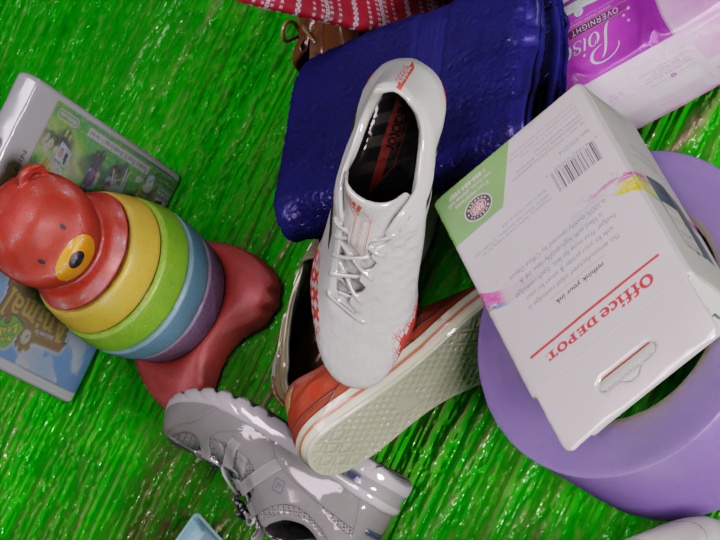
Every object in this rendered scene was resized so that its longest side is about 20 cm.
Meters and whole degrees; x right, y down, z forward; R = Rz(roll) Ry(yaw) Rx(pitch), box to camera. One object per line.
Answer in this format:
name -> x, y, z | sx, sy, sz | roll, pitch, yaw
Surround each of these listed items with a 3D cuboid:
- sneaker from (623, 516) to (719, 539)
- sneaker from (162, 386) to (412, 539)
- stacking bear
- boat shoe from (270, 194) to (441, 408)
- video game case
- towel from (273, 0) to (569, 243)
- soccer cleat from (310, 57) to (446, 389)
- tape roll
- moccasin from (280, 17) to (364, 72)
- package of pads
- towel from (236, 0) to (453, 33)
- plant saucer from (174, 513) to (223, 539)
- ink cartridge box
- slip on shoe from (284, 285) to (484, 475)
sneaker -> 0.121, 0.193, 1.512 | 0.199, 0.092, 0.076 | -31, 53, 24
sneaker -> -0.063, 0.133, 1.703 | 0.199, 0.075, 0.082 | 20, 80, 43
stacking bear -> -0.169, -0.003, 1.772 | 0.122, 0.200, 0.114 | -52, 47, 6
boat shoe -> 0.000, 0.000, 1.707 | 0.074, 0.068, 0.201 | 20, 88, 7
video game case -> -0.215, -0.018, 1.820 | 0.022, 0.200, 0.183 | 23, 84, 29
towel -> 0.041, -0.098, 1.650 | 0.199, 0.050, 0.148 | -18, 46, 33
soccer cleat -> 0.007, -0.025, 1.553 | 0.068, 0.085, 0.201 | 15, 103, 8
tape roll -> 0.173, 0.038, 1.552 | 0.199, 0.085, 0.201 | -17, 60, 32
moccasin -> -0.018, -0.148, 1.814 | 0.077, 0.074, 0.203 | -21, 64, 21
package of pads -> 0.162, -0.151, 1.660 | 0.199, 0.076, 0.121 | -28, 52, 26
towel -> -0.006, -0.211, 1.750 | 0.022, 0.199, 0.145 | -46, 45, 42
plant saucer -> -0.070, 0.238, 1.698 | 0.070, 0.019, 0.200 | -54, 47, 5
ink cartridge box -> 0.135, 0.007, 1.494 | 0.117, 0.067, 0.201 | -39, 48, 17
slip on shoe -> 0.037, 0.047, 1.638 | 0.199, 0.074, 0.061 | -34, 50, -4
